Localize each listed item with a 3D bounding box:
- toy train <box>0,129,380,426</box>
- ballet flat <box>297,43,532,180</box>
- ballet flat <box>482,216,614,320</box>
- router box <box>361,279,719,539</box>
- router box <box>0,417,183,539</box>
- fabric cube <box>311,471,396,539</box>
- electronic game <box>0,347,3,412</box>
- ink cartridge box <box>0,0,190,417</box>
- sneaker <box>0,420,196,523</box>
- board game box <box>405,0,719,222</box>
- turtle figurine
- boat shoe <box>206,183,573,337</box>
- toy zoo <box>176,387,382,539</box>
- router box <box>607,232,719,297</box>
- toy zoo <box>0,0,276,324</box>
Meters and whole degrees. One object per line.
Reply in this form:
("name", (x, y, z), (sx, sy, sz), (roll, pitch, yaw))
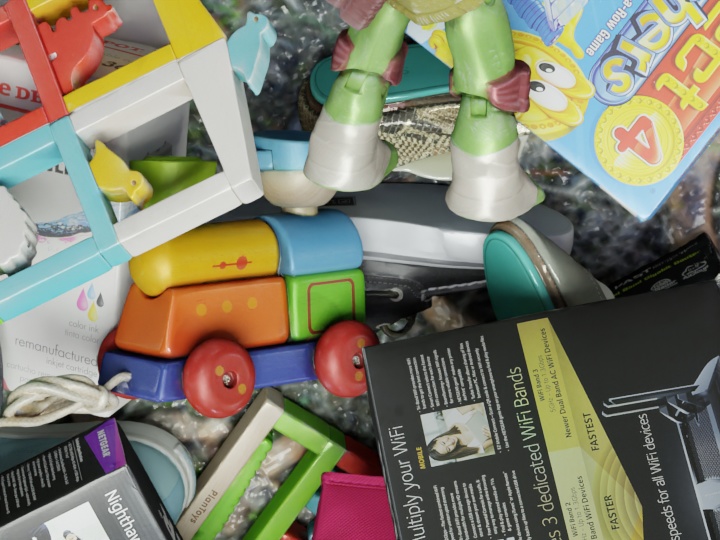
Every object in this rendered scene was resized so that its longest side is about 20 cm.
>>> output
("toy train", (-0.084, 0.002, 1.042), (0.199, 0.084, 0.116), (-6, 98, -38))
("ballet flat", (0.072, -0.081, 1.132), (0.199, 0.068, 0.075), (-12, 133, 7))
("ballet flat", (0.111, 0.055, 1.122), (0.064, 0.067, 0.201), (-28, 112, -22))
("router box", (0.094, 0.113, 1.001), (0.156, 0.201, 0.052), (-10, 149, -2))
("router box", (-0.134, 0.188, 1.123), (0.149, 0.051, 0.201), (-25, 116, -1))
("fabric cube", (0.069, 0.231, 1.082), (0.199, 0.200, 0.197), (3, 142, 9))
("electronic game", (-0.255, 0.047, 1.057), (0.199, 0.042, 0.201), (3, 78, -15))
("ink cartridge box", (-0.144, -0.048, 1.102), (0.116, 0.067, 0.201), (13, 112, 20))
("sneaker", (-0.183, 0.115, 1.168), (0.199, 0.082, 0.074), (-11, 106, 11))
("board game box", (0.109, -0.158, 1.054), (0.196, 0.056, 0.200), (38, 97, 6))
("turtle figurine", (0.040, -0.134, 1.001), (0.143, 0.200, 0.195), (-1, 115, -16))
("boat shoe", (0.000, 0.000, 1.149), (0.199, 0.070, 0.067), (0, 111, -1))
("toy zoo", (-0.001, 0.162, 1.230), (0.200, 0.020, 0.131), (32, 106, -14))
("router box", (0.153, 0.103, 1.201), (0.149, 0.062, 0.200), (-28, 110, 8))
("toy zoo", (-0.126, -0.058, 1.022), (0.199, 0.132, 0.020), (-26, 154, 4))
